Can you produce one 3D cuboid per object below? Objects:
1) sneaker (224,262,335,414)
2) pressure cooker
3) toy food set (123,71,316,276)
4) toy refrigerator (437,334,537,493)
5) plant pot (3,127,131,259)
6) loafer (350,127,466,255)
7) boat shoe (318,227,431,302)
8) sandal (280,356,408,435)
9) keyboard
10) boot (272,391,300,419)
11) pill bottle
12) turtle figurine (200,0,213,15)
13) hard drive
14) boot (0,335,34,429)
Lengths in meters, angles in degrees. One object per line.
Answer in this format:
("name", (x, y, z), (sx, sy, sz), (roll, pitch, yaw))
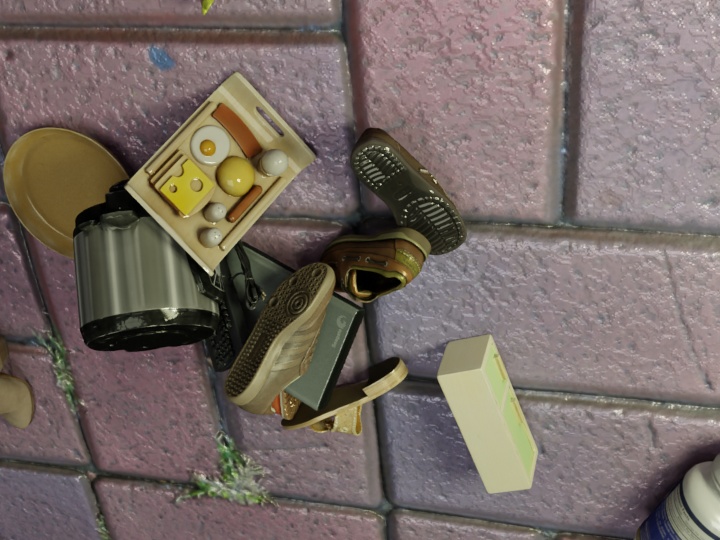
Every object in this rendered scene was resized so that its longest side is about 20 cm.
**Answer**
("sneaker", (-0.087, 0.084, 1.303), (0.070, 0.201, 0.075), (32, 175, 46))
("pressure cooker", (-0.267, -0.011, 1.317), (0.175, 0.177, 0.202), (-25, 69, 49))
("toy food set", (-0.162, -0.114, 1.256), (0.144, 0.200, 0.060), (46, 158, -15))
("toy refrigerator", (0.172, 0.190, 1.402), (0.069, 0.076, 0.201), (-13, 117, 25))
("plant pot", (-0.380, -0.104, 1.425), (0.198, 0.028, 0.202), (9, 125, 13))
("loafer", (0.062, -0.099, 1.258), (0.073, 0.071, 0.200), (-25, 128, 21))
("boat shoe", (0.000, 0.000, 1.302), (0.072, 0.068, 0.199), (39, 150, -20))
("sandal", (-0.012, 0.195, 1.467), (0.211, 0.078, 0.070), (-29, 106, 26))
("keyboard", (-0.176, 0.019, 1.357), (0.020, 0.201, 0.127), (8, 141, -45))
("boot", (-0.134, 0.110, 1.460), (0.106, 0.075, 0.202), (1, 114, 21))
("pill bottle", (0.449, 0.317, 1.366), (0.119, 0.120, 0.201), (27, 126, 0))
("turtle figurine", (-0.224, -0.355, 1.184), (0.160, 0.065, 0.200), (32, 118, -13))
("hard drive", (-0.102, 0.068, 1.359), (0.199, 0.033, 0.141), (28, 103, 23))
("boot", (-0.567, 0.201, 1.612), (0.069, 0.147, 0.202), (1, 123, 15))
